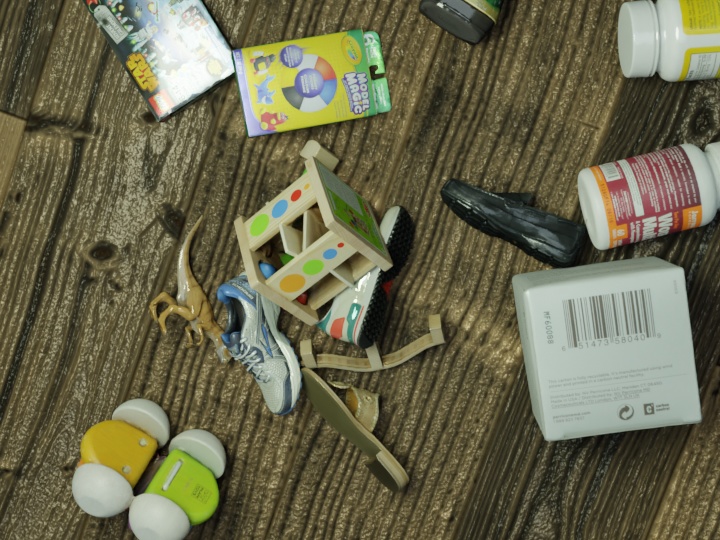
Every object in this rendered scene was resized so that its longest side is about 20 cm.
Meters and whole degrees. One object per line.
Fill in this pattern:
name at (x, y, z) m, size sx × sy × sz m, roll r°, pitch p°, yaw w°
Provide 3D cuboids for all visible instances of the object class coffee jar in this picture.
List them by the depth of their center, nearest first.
coffee jar at (0.162, -0.395, 1.369) m, size 0.104 × 0.085 × 0.200 m, roll 32°, pitch 96°, yaw -4°

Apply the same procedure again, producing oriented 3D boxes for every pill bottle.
pill bottle at (0.435, -0.300, 1.352) m, size 0.199 × 0.114 × 0.115 m, roll -4°, pitch 96°, yaw 3°
pill bottle at (0.390, -0.101, 1.376) m, size 0.199 × 0.110 × 0.110 m, roll -14°, pitch 95°, yaw 4°

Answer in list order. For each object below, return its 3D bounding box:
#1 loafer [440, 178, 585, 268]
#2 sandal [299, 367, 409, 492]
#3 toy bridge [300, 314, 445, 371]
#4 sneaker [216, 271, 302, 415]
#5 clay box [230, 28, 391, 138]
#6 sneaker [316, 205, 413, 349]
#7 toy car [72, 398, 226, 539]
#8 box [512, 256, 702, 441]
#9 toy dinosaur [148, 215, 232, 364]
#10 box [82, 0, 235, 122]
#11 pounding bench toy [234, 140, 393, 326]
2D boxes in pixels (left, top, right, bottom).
loafer at (0.202, -0.074, 1.415) m, size 0.200 × 0.068 × 0.071 m, roll 27°, pitch 78°, yaw 2°
sandal at (0.005, 0.199, 1.458) m, size 0.070 × 0.078 × 0.212 m, roll -39°, pitch 90°, yaw -27°
toy bridge at (0.016, 0.107, 1.442) m, size 0.199 × 0.027 × 0.067 m, roll -12°, pitch 135°, yaw 7°
sneaker at (-0.145, 0.101, 1.427) m, size 0.077 × 0.085 × 0.200 m, roll -19°, pitch 88°, yaw 46°
clay box at (-0.061, -0.247, 1.398) m, size 0.199 × 0.048 × 0.115 m, roll -12°, pitch 97°, yaw -8°
sneaker at (0.000, 0.001, 1.419) m, size 0.093 × 0.070 × 0.200 m, roll 13°, pitch 77°, yaw 28°
toy car at (-0.290, 0.289, 1.441) m, size 0.200 × 0.175 × 0.150 m, roll 28°, pitch 131°, yaw -1°
box at (0.310, 0.095, 1.369) m, size 0.198 × 0.171 × 0.201 m, roll -8°, pitch 96°, yaw 4°
toy dinosaur at (-0.235, 0.037, 1.458) m, size 0.106 × 0.060 × 0.200 m, roll -23°, pitch 100°, yaw -19°
box at (-0.263, -0.318, 1.421) m, size 0.137 × 0.040 × 0.200 m, roll -32°, pitch 94°, yaw 6°
pounding bench toy at (-0.077, -0.056, 1.391) m, size 0.156 × 0.200 × 0.124 m, roll -37°, pitch 135°, yaw 18°
